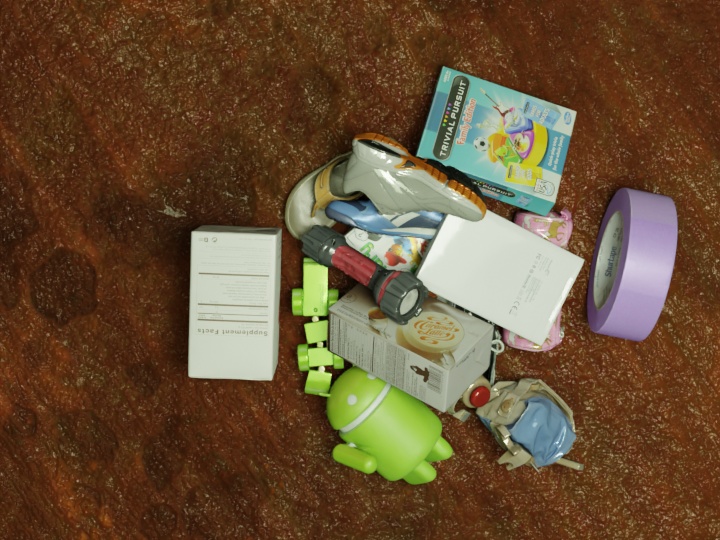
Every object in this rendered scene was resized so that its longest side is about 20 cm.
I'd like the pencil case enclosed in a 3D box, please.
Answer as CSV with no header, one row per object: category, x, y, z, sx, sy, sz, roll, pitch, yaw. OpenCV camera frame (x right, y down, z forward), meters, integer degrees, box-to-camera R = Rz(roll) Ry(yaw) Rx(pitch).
pencil case,0.250,0.011,1.690,0.086,0.083,0.202,2,96,-13

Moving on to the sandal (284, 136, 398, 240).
sandal,-0.026,-0.120,1.687,0.199,0.054,0.081,-35,95,4

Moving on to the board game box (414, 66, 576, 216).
board game box,0.185,-0.179,1.651,0.199,0.047,0.152,18,65,-3

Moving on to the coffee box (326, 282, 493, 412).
coffee box,0.066,0.092,1.629,0.199,0.114,0.080,26,134,28

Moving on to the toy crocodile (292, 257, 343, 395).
toy crocodile,-0.061,0.081,1.713,0.067,0.062,0.202,-5,92,-1

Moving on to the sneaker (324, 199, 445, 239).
sneaker,0.050,-0.088,1.650,0.198,0.074,0.083,4,97,-10

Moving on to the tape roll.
tape roll,0.367,-0.008,1.628,0.065,0.200,0.202,11,96,-1

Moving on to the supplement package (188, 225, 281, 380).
supplement package,-0.173,0.042,1.672,0.119,0.121,0.202,2,97,-1

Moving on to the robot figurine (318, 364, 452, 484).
robot figurine,0.034,0.215,1.692,0.200,0.116,0.176,45,65,-8

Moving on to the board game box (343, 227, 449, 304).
board game box,0.084,-0.013,1.710,0.126,0.035,0.200,-41,95,4

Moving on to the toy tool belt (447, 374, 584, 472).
toy tool belt,0.225,0.213,1.656,0.200,0.123,0.125,33,96,-39

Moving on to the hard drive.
hard drive,0.187,0.000,1.628,0.199,0.025,0.133,26,93,-9

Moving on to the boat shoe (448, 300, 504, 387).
boat shoe,0.162,0.099,1.682,0.073,0.068,0.201,0,111,-14

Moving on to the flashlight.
flashlight,0.000,0.000,1.626,0.200,0.068,0.068,33,55,33

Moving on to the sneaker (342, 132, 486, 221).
sneaker,0.069,-0.103,1.583,0.199,0.076,0.092,27,116,4
